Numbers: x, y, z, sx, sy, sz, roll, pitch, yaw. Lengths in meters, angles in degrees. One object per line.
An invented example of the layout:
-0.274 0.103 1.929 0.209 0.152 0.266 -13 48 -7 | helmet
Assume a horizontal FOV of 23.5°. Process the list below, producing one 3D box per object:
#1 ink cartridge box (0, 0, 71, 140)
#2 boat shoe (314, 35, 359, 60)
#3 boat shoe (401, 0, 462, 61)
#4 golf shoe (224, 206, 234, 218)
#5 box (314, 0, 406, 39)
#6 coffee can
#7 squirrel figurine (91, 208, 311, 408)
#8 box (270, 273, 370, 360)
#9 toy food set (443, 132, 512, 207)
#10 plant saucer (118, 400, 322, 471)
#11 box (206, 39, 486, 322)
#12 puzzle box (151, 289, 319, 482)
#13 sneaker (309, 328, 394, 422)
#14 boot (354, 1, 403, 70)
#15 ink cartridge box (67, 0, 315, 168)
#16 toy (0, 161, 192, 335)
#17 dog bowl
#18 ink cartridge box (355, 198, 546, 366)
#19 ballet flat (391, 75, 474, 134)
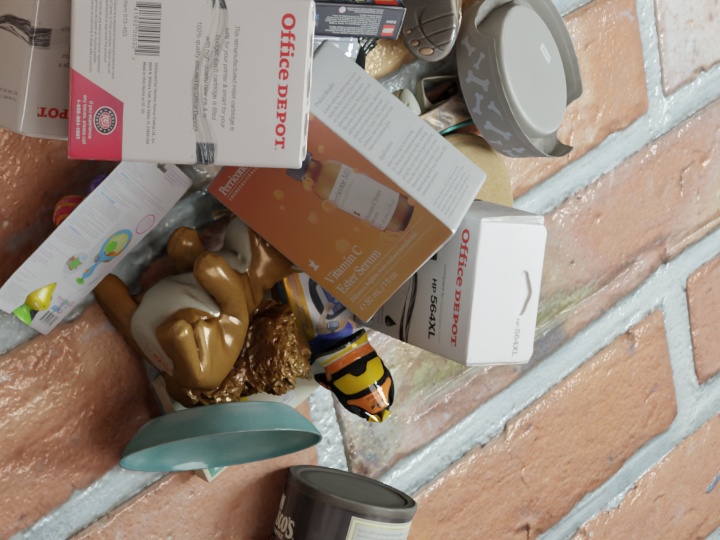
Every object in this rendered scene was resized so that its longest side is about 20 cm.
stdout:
-0.247 -0.219 1.519 0.145 0.084 0.202 2 102 -43 | ink cartridge box
-0.095 -0.228 1.616 0.198 0.072 0.063 -1 89 -27 | boat shoe
0.075 -0.318 1.814 0.072 0.075 0.202 -2 97 -78 | boat shoe
-0.041 -0.097 1.724 0.199 0.092 0.073 -24 105 -11 | golf shoe
-0.068 -0.258 1.577 0.198 0.110 0.035 -1 130 -24 | box
-0.034 0.327 1.859 0.146 0.146 0.202 11 96 -45 | coffee can
-0.124 0.035 1.676 0.187 0.141 0.201 -44 129 -22 | squirrel figurine
0.000 0.000 1.806 0.199 0.041 0.120 -26 113 -25 | box
0.096 -0.055 1.926 0.201 0.048 0.198 -56 133 -15 | toy food set
-0.136 0.158 1.672 0.199 0.199 0.036 7 69 -44 | plant saucer
-0.013 -0.081 1.606 0.200 0.152 0.107 39 40 -5 | box
-0.116 0.108 1.794 0.200 0.025 0.134 -40 128 -27 | puzzle box
-0.003 0.118 1.763 0.070 0.200 0.091 -28 84 -4 | sneaker
-0.044 -0.255 1.700 0.158 0.079 0.211 -55 136 -16 | boot
-0.144 -0.168 1.452 0.198 0.084 0.146 2 105 -9 | ink cartridge box
-0.253 -0.038 1.580 0.200 0.047 0.115 -49 156 -3 | toy
0.173 -0.215 1.890 0.200 0.058 0.202 24 60 -52 | dog bowl
0.086 0.002 1.719 0.084 0.199 0.147 -1 100 -33 | ink cartridge box
0.062 -0.168 1.856 0.199 0.068 0.068 -29 105 -41 | ballet flat
